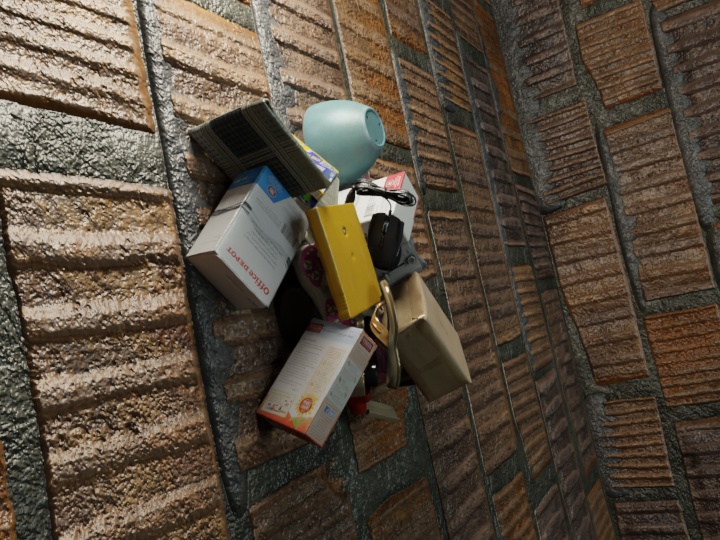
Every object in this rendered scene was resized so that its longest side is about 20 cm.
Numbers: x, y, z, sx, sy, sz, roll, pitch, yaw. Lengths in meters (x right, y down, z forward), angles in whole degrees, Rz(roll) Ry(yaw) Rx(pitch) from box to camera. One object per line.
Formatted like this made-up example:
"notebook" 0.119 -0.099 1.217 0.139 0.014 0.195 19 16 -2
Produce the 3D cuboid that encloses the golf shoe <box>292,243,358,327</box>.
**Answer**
"golf shoe" -0.067 0.035 1.212 0.075 0.091 0.202 -33 114 -23

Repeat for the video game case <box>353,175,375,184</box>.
"video game case" 0.047 -0.161 1.644 0.199 0.017 0.145 11 68 -58

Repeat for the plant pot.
"plant pot" -0.021 -0.306 1.480 0.199 0.133 0.203 31 52 -50

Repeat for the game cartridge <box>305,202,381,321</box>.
"game cartridge" -0.026 -0.022 1.185 0.176 0.032 0.203 -19 94 -67

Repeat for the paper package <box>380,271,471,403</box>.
"paper package" 0.132 0.137 1.343 0.201 0.103 0.191 54 16 -25

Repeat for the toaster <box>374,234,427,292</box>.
"toaster" 0.053 -0.038 1.445 0.114 0.128 0.200 58 -2 -28

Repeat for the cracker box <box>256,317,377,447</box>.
"cracker box" -0.075 0.188 1.113 0.058 0.133 0.202 47 64 -37

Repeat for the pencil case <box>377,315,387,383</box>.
"pencil case" 0.028 0.152 1.418 0.087 0.086 0.203 31 53 -50

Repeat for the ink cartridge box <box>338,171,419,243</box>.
"ink cartridge box" 0.014 -0.116 1.394 0.084 0.197 0.146 56 35 -34

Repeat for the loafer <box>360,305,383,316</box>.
"loafer" 0.000 0.000 1.305 0.072 0.062 0.203 -36 115 -65

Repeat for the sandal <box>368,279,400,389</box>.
"sandal" 0.043 0.118 1.191 0.080 0.053 0.204 95 -7 -86

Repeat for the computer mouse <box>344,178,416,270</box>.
"computer mouse" 0.023 -0.083 1.282 0.046 0.138 0.202 -60 167 -50

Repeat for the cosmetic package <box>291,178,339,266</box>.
"cosmetic package" -0.107 -0.114 1.298 0.103 0.086 0.203 39 45 -48

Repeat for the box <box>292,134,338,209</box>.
"box" -0.143 -0.210 1.212 0.199 0.064 0.070 38 54 -8

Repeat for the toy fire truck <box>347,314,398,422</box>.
"toy fire truck" 0.008 0.211 1.289 0.178 0.126 0.202 -90 176 -47

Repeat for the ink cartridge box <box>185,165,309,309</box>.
"ink cartridge box" -0.188 -0.055 1.114 0.147 0.085 0.202 52 48 -35

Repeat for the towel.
"towel" -0.172 -0.200 1.125 0.200 0.190 0.035 51 44 -34

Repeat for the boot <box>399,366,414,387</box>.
"boot" 0.084 0.185 1.439 0.200 0.067 0.133 -173 -104 -85

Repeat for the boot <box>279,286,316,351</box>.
"boot" -0.102 0.121 1.237 0.076 0.072 0.203 -56 133 -67
